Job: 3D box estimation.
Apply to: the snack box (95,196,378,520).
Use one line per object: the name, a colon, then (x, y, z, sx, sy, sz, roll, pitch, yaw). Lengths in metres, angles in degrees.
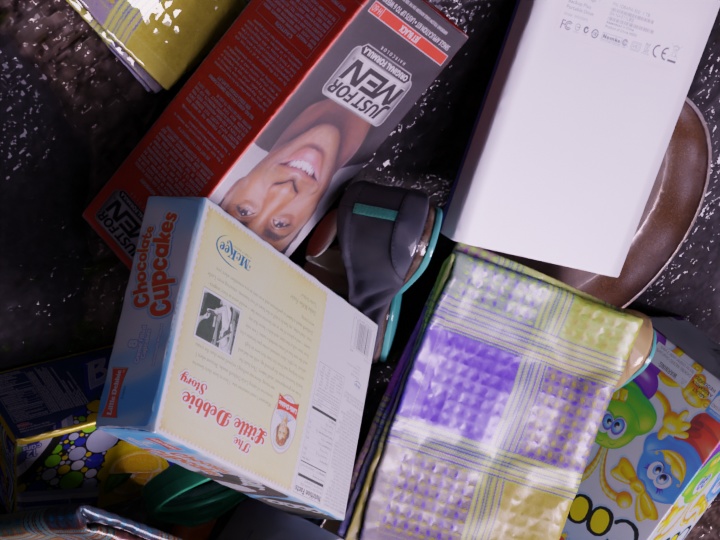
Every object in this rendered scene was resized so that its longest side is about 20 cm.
snack box: (-0.056, 0.052, 0.801, 0.200, 0.037, 0.116, 39, 57, -57)

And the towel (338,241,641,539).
towel: (0.083, 0.098, 0.966, 0.143, 0.023, 0.200, 22, 90, -16)

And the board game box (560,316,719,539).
board game box: (0.205, 0.144, 1.148, 0.200, 0.105, 0.103, -58, 153, 16)

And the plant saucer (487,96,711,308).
plant saucer: (0.146, -0.040, 1.028, 0.200, 0.032, 0.200, -19, 132, -23)

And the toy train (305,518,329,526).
toy train: (0.022, 0.176, 1.066, 0.200, 0.085, 0.114, -38, 167, -12)

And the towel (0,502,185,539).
towel: (-0.157, 0.165, 0.862, 0.147, 0.200, 0.022, 27, 61, -37)

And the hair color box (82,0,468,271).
hair color box: (-0.044, -0.077, 0.820, 0.200, 0.061, 0.101, -50, 151, 10)

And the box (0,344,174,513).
box: (-0.117, 0.082, 0.906, 0.200, 0.064, 0.070, -13, 129, -28)

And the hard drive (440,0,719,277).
hard drive: (0.136, -0.103, 0.934, 0.132, 0.025, 0.200, 11, 104, -31)

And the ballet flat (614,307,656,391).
ballet flat: (0.129, 0.082, 1.078, 0.063, 0.069, 0.200, 19, 137, -16)

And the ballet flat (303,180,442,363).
ballet flat: (0.000, 0.000, 0.912, 0.073, 0.073, 0.200, -28, 165, -16)

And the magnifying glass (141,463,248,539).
magnifying glass: (-0.095, 0.139, 0.928, 0.079, 0.022, 0.200, -17, 161, -18)

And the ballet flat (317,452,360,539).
ballet flat: (-0.015, 0.197, 0.974, 0.200, 0.067, 0.046, -59, 173, -16)

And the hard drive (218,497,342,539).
hard drive: (-0.070, 0.207, 0.933, 0.025, 0.200, 0.132, 35, 79, -14)

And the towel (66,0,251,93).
towel: (-0.067, -0.188, 0.759, 0.200, 0.023, 0.144, -41, 137, -2)
